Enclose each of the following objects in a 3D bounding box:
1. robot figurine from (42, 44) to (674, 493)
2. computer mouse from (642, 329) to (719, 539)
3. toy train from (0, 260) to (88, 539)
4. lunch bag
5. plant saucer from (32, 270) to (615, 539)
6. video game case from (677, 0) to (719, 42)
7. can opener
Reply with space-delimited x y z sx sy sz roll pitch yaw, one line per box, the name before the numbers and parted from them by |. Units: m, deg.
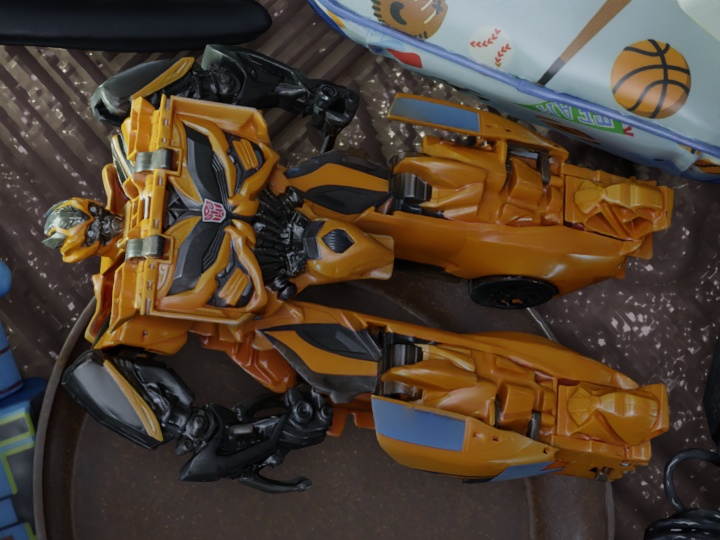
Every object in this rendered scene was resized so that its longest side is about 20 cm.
robot figurine | 0.000 0.000 0.804 0.199 0.058 0.146 11 68 -20
computer mouse | 0.164 0.017 0.806 0.138 0.053 0.201 -4 109 -27
toy train | -0.161 0.035 0.833 0.114 0.087 0.201 -19 95 -5
lunch bag | 0.087 -0.124 0.836 0.199 0.076 0.161 20 89 -1
plant saucer | -0.013 0.076 0.827 0.199 0.034 0.202 6 73 -21
video game case | 0.189 -0.108 0.782 0.182 0.023 0.201 35 57 -23
can opener | -0.123 -0.096 0.829 0.198 0.079 0.064 -5 124 -12
